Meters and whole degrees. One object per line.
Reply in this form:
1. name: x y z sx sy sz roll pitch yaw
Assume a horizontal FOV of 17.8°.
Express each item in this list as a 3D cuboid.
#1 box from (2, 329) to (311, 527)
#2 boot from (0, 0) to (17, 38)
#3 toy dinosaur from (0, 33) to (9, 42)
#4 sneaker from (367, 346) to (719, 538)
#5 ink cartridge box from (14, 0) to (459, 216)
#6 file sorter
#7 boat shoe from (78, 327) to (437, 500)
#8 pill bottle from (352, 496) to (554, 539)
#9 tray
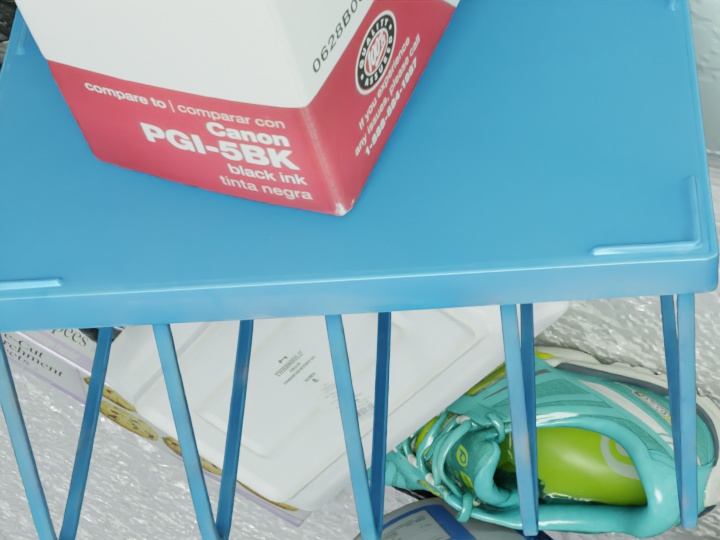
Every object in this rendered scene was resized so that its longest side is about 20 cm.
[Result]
1. box: -0.100 0.051 1.071 0.200 0.039 0.041 31 152 -4
2. boot: -0.085 -0.117 0.715 0.158 0.080 0.211 35 164 3
3. toy dinosaur: -0.138 -0.065 0.862 0.088 0.048 0.200 -35 153 20
4. sneaker: 0.044 0.060 0.884 0.199 0.080 0.078 8 106 24
5. ink cartridge box: -0.030 -0.133 0.563 0.083 0.147 0.200 14 151 23
6. file sorter: 0.000 0.000 0.672 0.199 0.139 0.123 -4 132 6
7. boat shoe: -0.030 0.056 0.979 0.200 0.068 0.072 36 152 -15
8. pill bottle: 0.043 0.150 0.897 0.112 0.112 0.200 33 179 -9
9. tray: -0.020 0.030 0.822 0.107 0.022 0.200 34 143 -10
